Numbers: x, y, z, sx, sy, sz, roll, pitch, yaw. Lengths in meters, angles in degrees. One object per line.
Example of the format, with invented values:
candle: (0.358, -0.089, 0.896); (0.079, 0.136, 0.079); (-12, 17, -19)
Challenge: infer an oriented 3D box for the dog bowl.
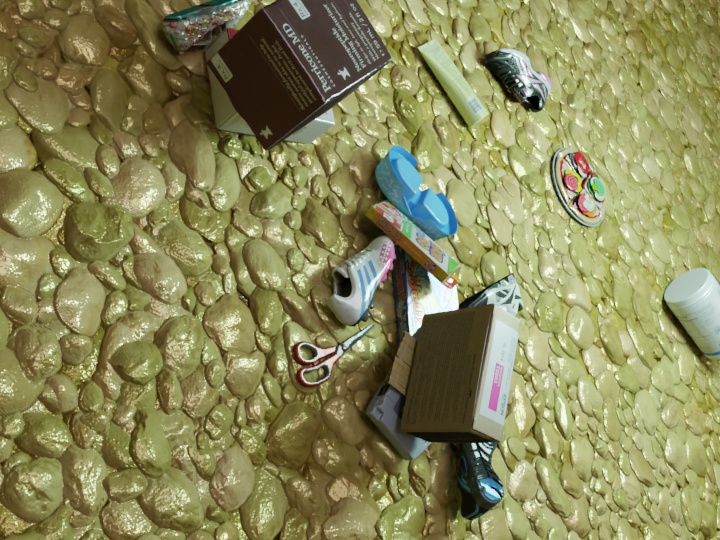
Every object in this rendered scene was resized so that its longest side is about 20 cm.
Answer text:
dog bowl: (0.102, -0.138, 1.685); (0.201, 0.049, 0.112); (50, 32, -15)

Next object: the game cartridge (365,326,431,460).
game cartridge: (0.098, 0.209, 1.513); (0.133, 0.041, 0.201); (50, 54, -18)

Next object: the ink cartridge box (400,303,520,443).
ink cartridge box: (0.157, 0.165, 1.424); (0.075, 0.164, 0.203); (28, 66, -34)

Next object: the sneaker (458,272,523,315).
sneaker: (0.257, 0.072, 1.727); (0.199, 0.074, 0.090); (-23, 85, -46)

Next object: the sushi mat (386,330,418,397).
sushi mat: (0.122, 0.192, 1.506); (0.199, 0.012, 0.097); (39, 60, -28)

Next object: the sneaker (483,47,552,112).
sneaker: (0.365, -0.434, 2.074); (0.198, 0.080, 0.088); (24, 66, -27)

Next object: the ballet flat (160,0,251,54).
ballet flat: (-0.251, -0.410, 1.493); (0.199, 0.075, 0.065); (-37, 128, -42)

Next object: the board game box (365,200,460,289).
board game box: (0.100, -0.047, 1.601); (0.200, 0.030, 0.095); (45, 20, 7)

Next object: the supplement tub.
supplement tub: (0.863, 0.109, 2.246); (0.201, 0.131, 0.132); (50, 45, -13)

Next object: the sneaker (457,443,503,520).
sneaker: (0.191, 0.332, 1.550); (0.072, 0.082, 0.201); (24, 35, -15)

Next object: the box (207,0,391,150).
box: (-0.092, -0.324, 1.398); (0.167, 0.163, 0.200); (55, 45, -8)

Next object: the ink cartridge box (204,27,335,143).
ink cartridge box: (-0.150, -0.306, 1.514); (0.198, 0.082, 0.149); (2, 69, -43)

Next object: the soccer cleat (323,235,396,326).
soccer cleat: (0.000, 0.000, 1.520); (0.086, 0.069, 0.202); (41, 48, -22)

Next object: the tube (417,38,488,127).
tube: (0.197, -0.401, 1.921); (0.201, 0.052, 0.058); (55, 3, -4)

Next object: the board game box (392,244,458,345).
board game box: (0.120, 0.060, 1.631); (0.134, 0.034, 0.203); (14, 62, -38)

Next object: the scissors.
scissors: (-0.034, 0.137, 1.466); (0.198, 0.014, 0.074); (-11, 76, -47)

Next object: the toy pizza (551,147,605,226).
toy pizza: (0.526, -0.202, 2.146); (0.198, 0.032, 0.203); (21, 57, -36)
